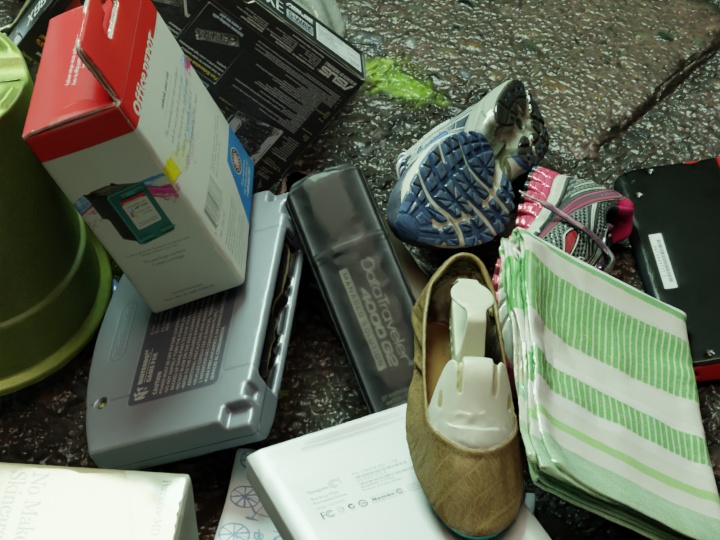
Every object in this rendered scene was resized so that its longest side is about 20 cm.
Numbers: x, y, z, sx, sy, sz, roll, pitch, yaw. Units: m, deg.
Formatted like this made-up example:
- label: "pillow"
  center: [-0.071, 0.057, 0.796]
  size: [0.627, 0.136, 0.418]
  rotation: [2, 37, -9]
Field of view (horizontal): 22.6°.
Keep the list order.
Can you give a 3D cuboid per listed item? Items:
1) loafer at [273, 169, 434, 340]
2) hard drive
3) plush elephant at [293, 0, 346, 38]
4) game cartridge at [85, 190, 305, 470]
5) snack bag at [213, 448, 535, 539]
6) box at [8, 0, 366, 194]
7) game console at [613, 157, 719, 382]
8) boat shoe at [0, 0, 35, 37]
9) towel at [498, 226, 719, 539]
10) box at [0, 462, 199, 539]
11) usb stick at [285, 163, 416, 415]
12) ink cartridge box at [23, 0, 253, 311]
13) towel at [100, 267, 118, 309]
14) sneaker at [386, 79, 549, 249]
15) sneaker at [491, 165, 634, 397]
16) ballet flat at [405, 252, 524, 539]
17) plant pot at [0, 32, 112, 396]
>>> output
- label: "loafer"
  center: [0.000, 0.000, 1.198]
  size: [0.073, 0.071, 0.200]
  rotation: [-35, 53, -29]
- label: "hard drive"
  center: [0.036, 0.157, 1.001]
  size: [0.132, 0.027, 0.200]
  rotation: [-15, 43, -21]
- label: "plush elephant"
  center: [-0.096, -0.169, 1.322]
  size: [0.155, 0.200, 0.165]
  rotation: [43, 32, 4]
- label: "game cartridge"
  center: [-0.107, 0.039, 1.152]
  size: [0.133, 0.041, 0.200]
  rotation: [-12, 43, 22]
- label: "snack bag"
  center: [-0.002, 0.190, 1.043]
  size: [0.188, 0.021, 0.200]
  rotation: [7, 46, 8]
- label: "box"
  center: [-0.120, -0.135, 1.203]
  size: [0.200, 0.158, 0.050]
  rotation: [34, 24, -21]
- label: "game console"
  center: [0.278, -0.008, 1.234]
  size: [0.177, 0.031, 0.200]
  rotation: [-9, 44, 1]
- label: "boat shoe"
  center: [-0.235, -0.141, 1.267]
  size: [0.068, 0.200, 0.075]
  rotation: [21, 23, -47]
- label: "towel"
  center: [0.152, 0.072, 1.079]
  size: [0.152, 0.023, 0.200]
  rotation: [26, 37, -24]
- label: "box"
  center: [-0.198, 0.168, 1.031]
  size: [0.200, 0.078, 0.095]
  rotation: [2, 44, 4]
- label: "usb stick"
  center: [0.009, 0.026, 1.142]
  size: [0.055, 0.033, 0.200]
  rotation: [-21, 74, -3]
- label: "ink cartridge box"
  center: [-0.140, -0.087, 1.104]
  size: [0.067, 0.200, 0.116]
  rotation: [-17, 41, 17]
- label: "towel"
  center: [-0.275, 0.027, 1.215]
  size: [0.200, 0.024, 0.147]
  rotation: [-32, 53, -27]
- label: "sneaker"
  center: [0.061, -0.060, 1.247]
  size: [0.085, 0.077, 0.200]
  rotation: [-23, 12, 35]
- label: "sneaker"
  center: [0.129, 0.004, 1.186]
  size: [0.075, 0.081, 0.200]
  rotation: [13, 46, 12]
- label: "ballet flat"
  center: [0.062, 0.061, 1.042]
  size: [0.068, 0.072, 0.200]
  rotation: [7, 39, -4]
- label: "plant pot"
  center: [-0.263, -0.052, 1.145]
  size: [0.200, 0.190, 0.200]
  rotation: [2, 46, -2]
